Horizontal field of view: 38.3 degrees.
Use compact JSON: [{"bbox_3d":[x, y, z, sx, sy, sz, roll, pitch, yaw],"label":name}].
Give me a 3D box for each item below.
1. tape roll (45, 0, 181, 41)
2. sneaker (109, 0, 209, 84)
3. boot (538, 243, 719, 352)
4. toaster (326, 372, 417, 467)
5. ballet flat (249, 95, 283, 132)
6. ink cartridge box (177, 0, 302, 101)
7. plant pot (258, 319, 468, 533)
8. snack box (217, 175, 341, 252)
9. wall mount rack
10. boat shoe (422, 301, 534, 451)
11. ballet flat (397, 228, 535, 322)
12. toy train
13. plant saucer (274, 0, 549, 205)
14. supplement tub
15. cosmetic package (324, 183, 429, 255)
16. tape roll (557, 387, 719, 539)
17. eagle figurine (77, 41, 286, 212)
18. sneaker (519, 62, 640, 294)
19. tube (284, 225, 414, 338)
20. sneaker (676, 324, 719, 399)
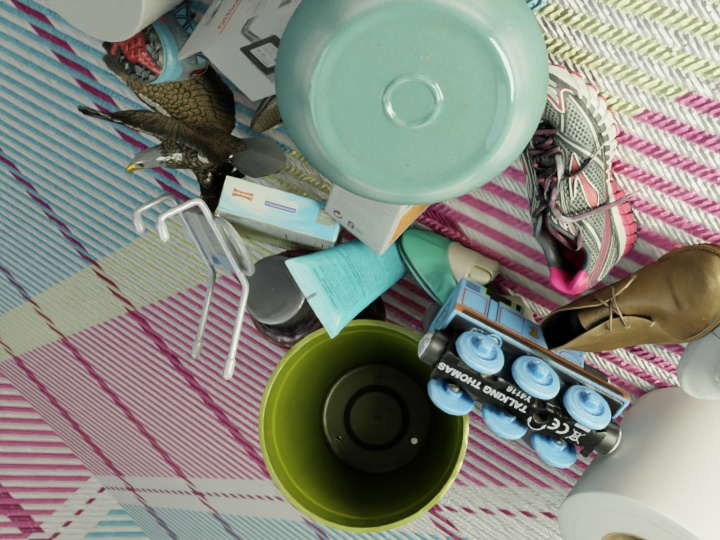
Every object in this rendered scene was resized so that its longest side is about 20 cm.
[{"bbox_3d":[-0.209,-0.319,0.890,0.203,0.139,0.203,31,147,23],"label":"tape roll"},{"bbox_3d":[-0.217,-0.263,1.047,0.079,0.095,0.200,-42,66,36],"label":"sneaker"},{"bbox_3d":[0.224,0.034,0.851,0.200,0.075,0.074,-34,69,58],"label":"boot"},{"bbox_3d":[0.012,0.169,1.250,0.200,0.129,0.114,36,150,15],"label":"toaster"},{"bbox_3d":[-0.052,-0.176,0.973,0.046,0.067,0.200,33,149,-13],"label":"ballet flat"},{"bbox_3d":[-0.050,-0.210,0.840,0.200,0.116,0.067,-6,140,49],"label":"ink cartridge box"},{"bbox_3d":[0.009,0.156,1.076,0.200,0.200,0.193,41,179,7],"label":"plant pot"},{"bbox_3d":[-0.076,-0.048,1.061,0.116,0.037,0.200,16,174,0],"label":"snack box"},{"bbox_3d":[-0.160,0.009,1.046,0.174,0.075,0.200,65,162,-16],"label":"wall mount rack"},{"bbox_3d":[0.128,0.112,1.104,0.202,0.075,0.086,45,161,-13],"label":"boat shoe"},{"bbox_3d":[0.120,0.026,1.015,0.070,0.067,0.200,-30,105,35],"label":"ballet flat"},{"bbox_3d":[0.147,0.094,0.941,0.200,0.114,0.087,27,127,-4],"label":"toy train"},{"bbox_3d":[0.037,-0.127,0.743,0.200,0.036,0.200,1,123,1],"label":"plant saucer"},{"bbox_3d":[-0.051,0.038,1.106,0.107,0.107,0.200,31,180,23],"label":"supplement tub"},{"bbox_3d":[0.042,-0.110,0.890,0.071,0.101,0.200,39,151,10],"label":"cosmetic package"},{"bbox_3d":[0.300,0.226,0.947,0.203,0.139,0.203,33,149,23],"label":"tape roll"},{"bbox_3d":[-0.191,-0.147,1.086,0.152,0.151,0.200,30,156,45],"label":"eagle figurine"},{"bbox_3d":[0.161,-0.072,0.813,0.081,0.075,0.200,6,132,49],"label":"sneaker"},{"bbox_3d":[0.000,0.000,0.976,0.050,0.200,0.077,-38,86,30],"label":"tube"},{"bbox_3d":[0.308,0.070,0.793,0.075,0.087,0.200,45,152,-4],"label":"sneaker"}]
